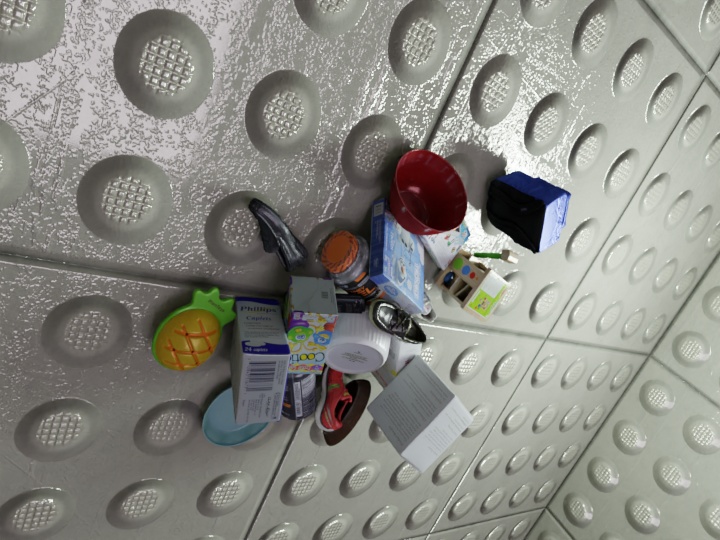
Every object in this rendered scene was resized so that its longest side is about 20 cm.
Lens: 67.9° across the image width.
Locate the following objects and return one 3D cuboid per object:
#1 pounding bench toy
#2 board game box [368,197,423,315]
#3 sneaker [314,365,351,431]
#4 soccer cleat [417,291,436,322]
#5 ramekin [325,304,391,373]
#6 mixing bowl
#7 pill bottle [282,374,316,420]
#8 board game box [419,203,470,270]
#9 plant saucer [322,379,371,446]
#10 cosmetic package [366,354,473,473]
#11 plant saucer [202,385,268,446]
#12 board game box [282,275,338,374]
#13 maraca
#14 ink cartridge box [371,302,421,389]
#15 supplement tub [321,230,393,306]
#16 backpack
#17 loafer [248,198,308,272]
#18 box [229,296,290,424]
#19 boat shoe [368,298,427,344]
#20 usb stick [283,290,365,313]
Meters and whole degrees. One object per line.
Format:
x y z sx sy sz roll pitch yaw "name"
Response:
0.324 0.001 1.471 0.122 0.156 0.203 27 103 -42 "pounding bench toy"
0.091 -0.031 1.270 0.042 0.207 0.198 -14 145 29 "board game box"
-0.057 0.321 1.407 0.077 0.082 0.207 50 43 -49 "sneaker"
0.152 0.069 1.442 0.070 0.086 0.200 -43 134 0 "soccer cleat"
-0.015 0.176 1.322 0.193 0.097 0.206 2 143 1 "ramekin"
0.139 -0.160 1.233 0.194 0.207 0.108 -6 161 -31 "mixing bowl"
-0.163 0.265 1.337 0.103 0.106 0.206 -17 127 -24 "pill bottle"
0.217 -0.100 1.380 0.127 0.034 0.200 -51 145 -7 "board game box"
-0.045 0.377 1.457 0.034 0.201 0.202 37 96 -12 "plant saucer"
0.155 0.372 1.391 0.199 0.167 0.167 -43 137 -2 "cosmetic package"
-0.305 0.351 1.341 0.194 0.036 0.206 -19 127 -25 "plant saucer"
-0.122 0.125 1.187 0.099 0.107 0.204 4 132 -15 "board game box"
-0.344 0.123 1.110 0.201 0.107 0.137 -48 134 2 "maraca"
0.091 0.218 1.459 0.081 0.145 0.206 -13 127 -27 "ink cartridge box"
0.000 0.000 1.263 0.123 0.123 0.199 -47 134 3 "supplement tub"
0.440 -0.165 1.415 0.164 0.198 0.168 -23 129 -32 "backpack"
-0.179 -0.069 1.126 0.071 0.067 0.202 -46 138 -11 "loafer"
-0.224 0.192 1.168 0.101 0.202 0.190 2 120 -20 "box"
0.094 0.124 1.269 0.199 0.064 0.074 37 68 -45 "boat shoe"
-0.084 0.074 1.244 0.191 0.033 0.057 2 134 6 "usb stick"
